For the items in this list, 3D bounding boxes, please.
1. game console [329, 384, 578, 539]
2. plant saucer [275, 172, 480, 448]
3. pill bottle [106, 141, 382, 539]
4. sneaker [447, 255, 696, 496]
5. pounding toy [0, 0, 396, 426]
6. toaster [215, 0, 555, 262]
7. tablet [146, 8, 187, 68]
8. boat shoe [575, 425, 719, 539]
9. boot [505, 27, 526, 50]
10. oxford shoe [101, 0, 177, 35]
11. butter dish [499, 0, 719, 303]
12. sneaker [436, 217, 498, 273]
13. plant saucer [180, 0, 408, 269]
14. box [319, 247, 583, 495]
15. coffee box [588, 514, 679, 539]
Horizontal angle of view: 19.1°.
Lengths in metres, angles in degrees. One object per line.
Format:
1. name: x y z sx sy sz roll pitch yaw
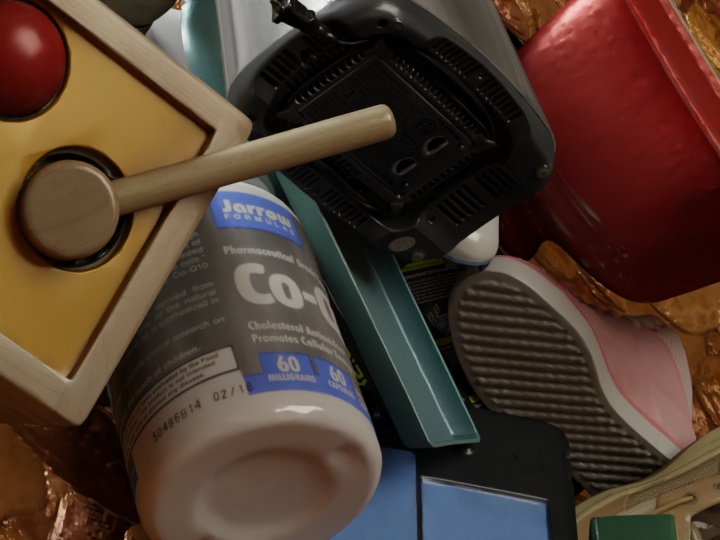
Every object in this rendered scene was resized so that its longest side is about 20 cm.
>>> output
1. game console: 0.024 0.138 1.030 0.176 0.031 0.201 8 44 -8
2. plant saucer: 0.000 0.000 1.067 0.201 0.019 0.070 64 21 13
3. pill bottle: -0.068 0.030 1.010 0.114 0.114 0.201 24 33 -39
4. sneaker: 0.122 0.047 1.200 0.200 0.075 0.105 47 33 -24
5. pounding toy: -0.129 -0.041 0.908 0.200 0.142 0.185 37 70 -23
6. toaster: 0.002 -0.107 1.037 0.200 0.113 0.130 36 27 -40
7. tablet: -0.041 -0.092 1.271 0.200 0.014 0.131 7 54 -51
8. boat shoe: 0.160 0.150 1.138 0.064 0.200 0.071 32 -27 56
9. boot: 0.111 -0.120 1.296 0.200 0.138 0.078 67 32 -52
10. oxford shoe: -0.175 -0.196 1.137 0.200 0.075 0.071 28 39 -35
11. butter dish: 0.137 -0.056 1.180 0.201 0.147 0.199 62 7 17
12. sneaker: 0.042 -0.084 1.157 0.072 0.073 0.201 12 45 -22
13. plant saucer: -0.021 -0.091 1.177 0.200 0.027 0.201 38 36 -34
14. box: 0.054 0.067 1.205 0.200 0.044 0.161 -12 67 -58
15. coffee box: 0.133 0.225 1.042 0.044 0.201 0.123 -2 46 1
